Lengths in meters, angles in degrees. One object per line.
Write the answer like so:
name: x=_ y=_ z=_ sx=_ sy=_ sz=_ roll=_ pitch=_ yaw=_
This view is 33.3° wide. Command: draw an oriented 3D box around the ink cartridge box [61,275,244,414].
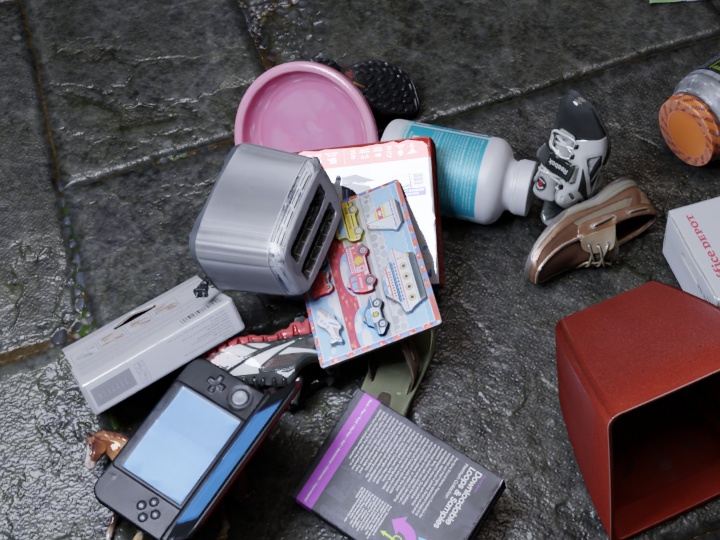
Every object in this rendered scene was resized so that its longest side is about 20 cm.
ink cartridge box: x=-0.252 y=0.084 z=1.444 sx=0.198 sy=0.045 sz=0.176 roll=-30 pitch=18 yaw=-14

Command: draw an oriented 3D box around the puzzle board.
puzzle board: x=0.000 y=0.000 z=1.410 sx=0.149 sy=0.017 sz=0.203 roll=-21 pitch=61 yaw=10

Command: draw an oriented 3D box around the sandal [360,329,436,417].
sandal: x=0.040 y=0.109 z=1.411 sx=0.078 sy=0.058 sz=0.203 roll=7 pitch=55 yaw=13

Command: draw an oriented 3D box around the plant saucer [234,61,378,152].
plant saucer: x=-0.067 y=-0.172 z=1.572 sx=0.197 sy=0.204 sz=0.051 roll=13 pitch=20 yaw=15

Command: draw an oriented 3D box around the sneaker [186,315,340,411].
sneaker: x=-0.111 y=0.120 z=1.410 sx=0.197 sy=0.071 sz=0.099 roll=-15 pitch=51 yaw=-8

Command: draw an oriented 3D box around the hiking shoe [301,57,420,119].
hiking shoe: x=-0.015 y=-0.243 z=1.666 sx=0.197 sy=0.100 sz=0.077 roll=8 pitch=72 yaw=-24

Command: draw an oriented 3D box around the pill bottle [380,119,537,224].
pill bottle: x=0.123 y=-0.123 z=1.545 sx=0.197 sy=0.112 sz=0.112 roll=13 pitch=55 yaw=15

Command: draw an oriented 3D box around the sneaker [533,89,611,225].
sneaker: x=0.253 y=-0.128 z=1.479 sx=0.088 sy=0.202 sz=0.074 roll=-33 pitch=52 yaw=-18

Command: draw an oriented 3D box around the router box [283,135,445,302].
router box: x=0.001 y=-0.061 z=1.483 sx=0.196 sy=0.049 sz=0.183 roll=-6 pitch=81 yaw=12

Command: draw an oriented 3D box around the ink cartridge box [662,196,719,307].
ink cartridge box: x=0.482 y=-0.019 z=1.450 sx=0.197 sy=0.084 sz=0.147 roll=-15 pitch=53 yaw=-6

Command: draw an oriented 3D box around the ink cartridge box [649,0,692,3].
ink cartridge box: x=0.524 y=-0.458 z=1.789 sx=0.196 sy=0.060 sz=0.105 roll=-3 pitch=53 yaw=3

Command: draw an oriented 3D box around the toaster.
toaster: x=-0.109 y=-0.051 z=1.395 sx=0.127 sy=0.114 sz=0.202 roll=7 pitch=58 yaw=27

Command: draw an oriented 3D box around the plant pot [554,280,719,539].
plant pot: x=0.310 y=0.132 z=1.298 sx=0.197 sy=0.202 sz=0.177 roll=-21 pitch=41 yaw=-10

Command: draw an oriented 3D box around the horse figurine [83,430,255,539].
horse figurine: x=-0.213 y=0.238 z=1.347 sx=0.196 sy=0.050 sz=0.134 roll=-6 pitch=58 yaw=2

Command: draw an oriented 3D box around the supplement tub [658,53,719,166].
supplement tub: x=0.495 y=-0.227 z=1.580 sx=0.198 sy=0.123 sz=0.123 roll=-32 pitch=56 yaw=-18

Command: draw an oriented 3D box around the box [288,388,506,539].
box: x=0.040 y=0.240 z=1.310 sx=0.198 sy=0.036 sz=0.144 roll=29 pitch=76 yaw=25

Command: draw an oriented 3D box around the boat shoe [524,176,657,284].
boat shoe: x=0.288 y=-0.042 z=1.494 sx=0.199 sy=0.076 sz=0.072 roll=-35 pitch=60 yaw=-18

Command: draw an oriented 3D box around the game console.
game console: x=-0.176 y=0.180 z=1.279 sx=0.171 sy=0.119 sz=0.201 roll=27 pitch=63 yaw=21
